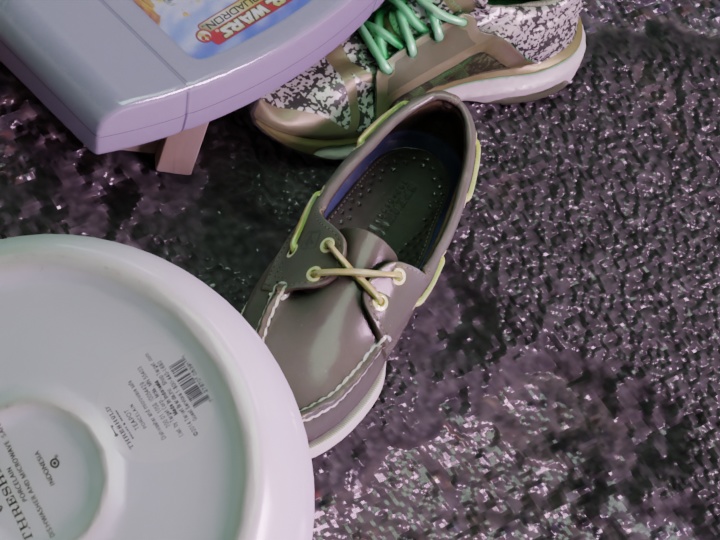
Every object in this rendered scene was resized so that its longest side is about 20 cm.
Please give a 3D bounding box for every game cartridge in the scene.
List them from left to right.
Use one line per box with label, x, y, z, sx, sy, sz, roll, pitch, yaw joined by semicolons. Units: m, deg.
game cartridge;-0.074;-0.137;1.279;0.200;0.042;0.133;-35;63;-30

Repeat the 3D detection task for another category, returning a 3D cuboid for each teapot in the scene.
teapot;-0.105;0.085;1.025;0.196;0.146;0.201;12;79;10

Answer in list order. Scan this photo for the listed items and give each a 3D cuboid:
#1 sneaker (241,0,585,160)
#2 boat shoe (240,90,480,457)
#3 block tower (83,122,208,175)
sneaker;0.029;-0.118;1.336;0.199;0.089;0.077;-20;62;-29
boat shoe;-0.003;-0.001;1.256;0.072;0.060;0.202;27;51;4
block tower;-0.101;-0.142;1.336;0.058;0.054;0.201;5;52;-13
